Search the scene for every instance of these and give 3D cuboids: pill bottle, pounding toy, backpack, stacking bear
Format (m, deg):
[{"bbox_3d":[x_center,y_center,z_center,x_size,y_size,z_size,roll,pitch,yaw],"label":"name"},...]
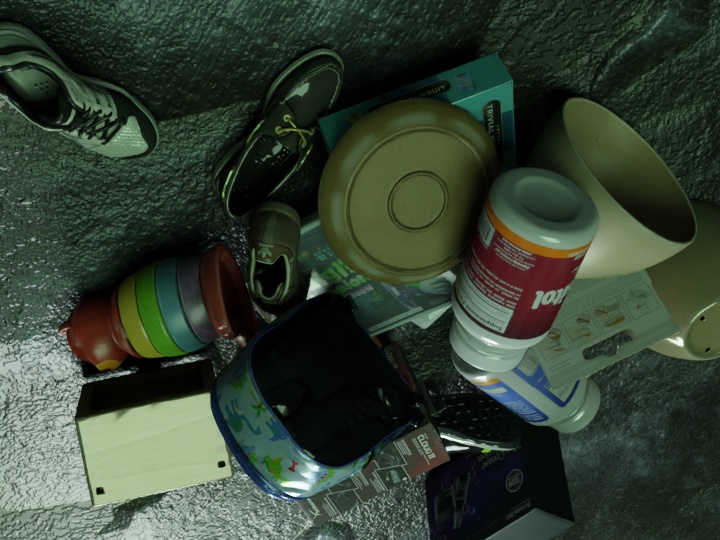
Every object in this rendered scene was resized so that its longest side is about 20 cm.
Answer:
[{"bbox_3d":[0.216,0.127,1.423,0.112,0.112,0.200,-42,127,15],"label":"pill bottle"},{"bbox_3d":[0.158,0.004,1.147,0.112,0.114,0.201,1,133,-18],"label":"pill bottle"},{"bbox_3d":[-0.220,0.193,1.302,0.182,0.200,0.144,-10,100,-9],"label":"pounding toy"},{"bbox_3d":[-0.062,0.144,1.183,0.147,0.200,0.184,-40,84,33],"label":"backpack"},{"bbox_3d":[-0.228,0.051,1.234,0.198,0.115,0.121,-17,165,9],"label":"stacking bear"}]

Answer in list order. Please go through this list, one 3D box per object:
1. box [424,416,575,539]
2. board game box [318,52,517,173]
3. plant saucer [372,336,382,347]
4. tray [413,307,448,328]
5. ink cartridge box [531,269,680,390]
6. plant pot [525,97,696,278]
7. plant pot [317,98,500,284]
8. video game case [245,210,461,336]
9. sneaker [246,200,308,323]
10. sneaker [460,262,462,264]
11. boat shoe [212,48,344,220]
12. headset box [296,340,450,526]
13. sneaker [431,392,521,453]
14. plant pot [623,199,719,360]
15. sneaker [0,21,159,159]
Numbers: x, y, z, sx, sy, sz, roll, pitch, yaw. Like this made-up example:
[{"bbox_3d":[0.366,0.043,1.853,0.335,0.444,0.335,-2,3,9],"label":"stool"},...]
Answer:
[{"bbox_3d":[0.179,0.306,1.493,0.078,0.142,0.200,23,132,-31],"label":"box"},{"bbox_3d":[0.065,-0.132,1.199,0.198,0.047,0.151,-21,146,-4],"label":"board game box"},{"bbox_3d":[-0.059,0.145,1.399,0.198,0.038,0.202,-9,128,-11],"label":"plant saucer"},{"bbox_3d":[0.054,-0.005,1.333,0.107,0.022,0.200,-43,126,14],"label":"tray"},{"bbox_3d":[0.255,0.032,1.310,0.160,0.201,0.050,-26,149,3],"label":"ink cartridge box"},{"bbox_3d":[0.250,-0.070,1.240,0.199,0.202,0.134,25,129,-30],"label":"plant pot"},{"bbox_3d":[0.055,-0.073,1.144,0.198,0.028,0.202,-7,116,-14],"label":"plant pot"},{"bbox_3d":[0.000,0.000,1.251,0.199,0.023,0.182,-24,127,38],"label":"video game case"},{"bbox_3d":[-0.100,0.014,1.219,0.070,0.076,0.201,9,142,8],"label":"sneaker"},{"bbox_3d":[0.138,-0.019,1.286,0.089,0.078,0.201,-38,147,-23],"label":"sneaker"},{"bbox_3d":[-0.080,-0.137,1.169,0.071,0.061,0.202,27,114,-31],"label":"boat shoe"},{"bbox_3d":[0.004,0.186,1.330,0.199,0.149,0.078,-26,130,2],"label":"headset box"},{"bbox_3d":[0.109,0.205,1.466,0.198,0.072,0.083,8,142,6],"label":"sneaker"},{"bbox_3d":[0.414,0.033,1.401,0.198,0.135,0.202,-8,127,-11],"label":"plant pot"},{"bbox_3d":[-0.279,-0.152,1.081,0.199,0.088,0.076,30,111,-34],"label":"sneaker"}]
